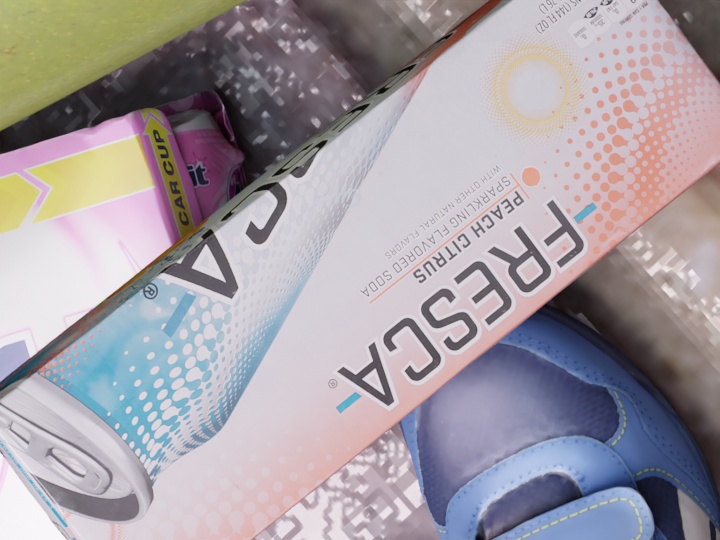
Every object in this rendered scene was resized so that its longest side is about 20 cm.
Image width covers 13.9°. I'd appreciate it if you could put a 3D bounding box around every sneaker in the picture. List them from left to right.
[{"bbox_3d":[0.066,0.099,0.781,0.074,0.082,0.200,-28,86,19],"label":"sneaker"}]

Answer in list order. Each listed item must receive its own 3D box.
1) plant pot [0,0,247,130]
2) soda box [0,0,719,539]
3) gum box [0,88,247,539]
[{"bbox_3d":[-0.074,-0.130,0.748,0.190,0.200,0.200,-34,88,31],"label":"plant pot"},{"bbox_3d":[0.000,0.000,0.749,0.200,0.064,0.068,-39,95,-10],"label":"soda box"},{"bbox_3d":[-0.113,0.031,0.831,0.200,0.066,0.114,-16,94,18],"label":"gum box"}]
